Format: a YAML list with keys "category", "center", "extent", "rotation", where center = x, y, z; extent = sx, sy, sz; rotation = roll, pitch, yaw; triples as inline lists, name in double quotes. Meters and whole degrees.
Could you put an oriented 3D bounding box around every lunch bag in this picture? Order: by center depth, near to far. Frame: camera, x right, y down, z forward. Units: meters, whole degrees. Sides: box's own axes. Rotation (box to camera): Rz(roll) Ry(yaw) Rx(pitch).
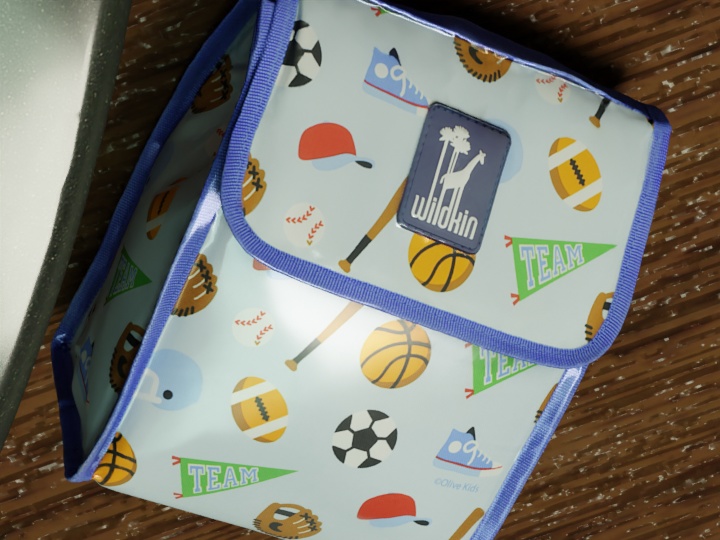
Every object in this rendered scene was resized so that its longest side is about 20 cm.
- category: "lunch bag"
  center: [0.000, 0.000, 1.030]
  extent: [0.169, 0.124, 0.201]
  rotation: [20, 113, -22]

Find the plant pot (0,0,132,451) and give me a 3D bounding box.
- category: "plant pot"
  center: [-0.174, -0.090, 0.894]
  extent: [0.199, 0.200, 0.178]
  rotation: [21, 115, -22]
